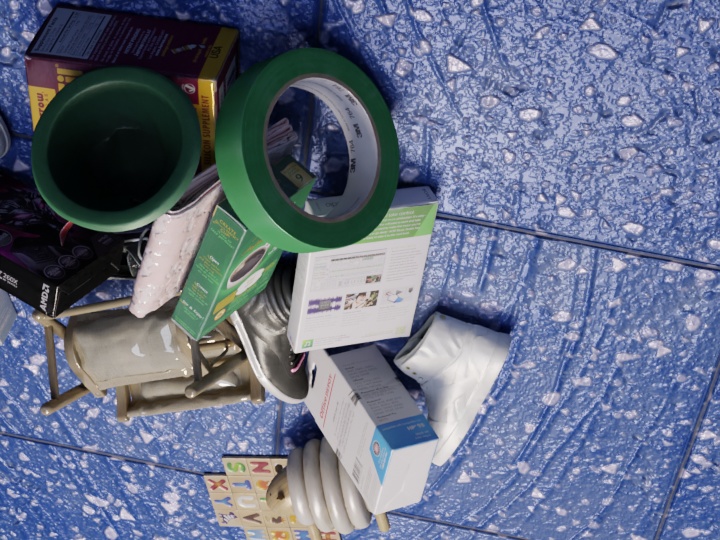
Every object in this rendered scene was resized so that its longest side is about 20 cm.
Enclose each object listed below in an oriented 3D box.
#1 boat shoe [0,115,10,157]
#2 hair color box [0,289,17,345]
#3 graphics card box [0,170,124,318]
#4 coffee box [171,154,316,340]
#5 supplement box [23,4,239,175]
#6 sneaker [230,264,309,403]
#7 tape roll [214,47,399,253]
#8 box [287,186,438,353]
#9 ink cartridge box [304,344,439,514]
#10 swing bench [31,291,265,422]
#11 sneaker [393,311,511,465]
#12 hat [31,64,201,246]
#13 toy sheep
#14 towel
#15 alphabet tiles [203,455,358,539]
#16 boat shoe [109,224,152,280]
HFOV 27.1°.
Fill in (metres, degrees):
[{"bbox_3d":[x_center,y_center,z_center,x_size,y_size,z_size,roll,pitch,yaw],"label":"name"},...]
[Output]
[{"bbox_3d":[-0.465,-0.185,1.610,0.074,0.065,0.202,-25,120,29],"label":"boat shoe"},{"bbox_3d":[-0.493,-0.001,1.773,0.099,0.061,0.200,-3,129,14],"label":"hair color box"},{"bbox_3d":[-0.376,-0.035,1.637,0.200,0.125,0.051,29,126,15],"label":"graphics card box"},{"bbox_3d":[-0.124,-0.023,1.568,0.044,0.123,0.200,41,140,11],"label":"coffee box"},{"bbox_3d":[-0.230,-0.183,1.535,0.200,0.103,0.131,8,131,7],"label":"supplement box"},{"bbox_3d":[-0.080,0.074,1.735,0.099,0.071,0.200,-9,122,26],"label":"sneaker"},{"bbox_3d":[-0.051,-0.118,1.485,0.048,0.201,0.200,-7,132,50],"label":"tape roll"},{"bbox_3d":[0.000,0.000,1.639,0.144,0.036,0.200,-7,134,-20],"label":"box"},{"bbox_3d":[0.007,0.171,1.758,0.067,0.200,0.116,-12,137,-26],"label":"ink cartridge box"},{"bbox_3d":[-0.243,0.101,1.740,0.199,0.130,0.200,-10,170,18],"label":"swing bench"},{"bbox_3d":[0.087,0.134,1.753,0.115,0.074,0.200,22,121,-3],"label":"sneaker"},{"bbox_3d":[-0.227,-0.102,1.506,0.200,0.166,0.176,14,171,17],"label":"hat"},{"bbox_3d":[-0.021,0.265,1.848,0.200,0.138,0.138,-14,126,4],"label":"toy sheep"},{"bbox_3d":[-0.154,-0.051,1.558,0.032,0.191,0.200,44,145,13],"label":"towel"},{"bbox_3d":[-0.103,0.306,1.976,0.200,0.006,0.167,-1,128,13],"label":"alphabet tiles"},{"bbox_3d":[-0.244,-0.017,1.698,0.199,0.068,0.074,5,130,9],"label":"boat shoe"}]
